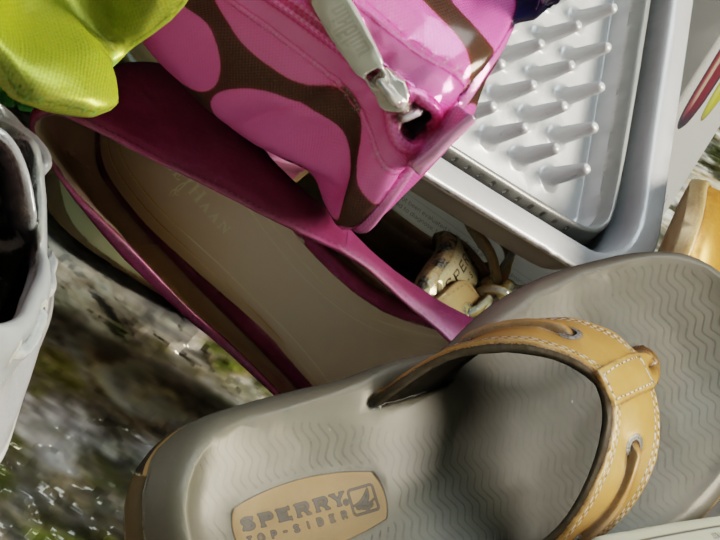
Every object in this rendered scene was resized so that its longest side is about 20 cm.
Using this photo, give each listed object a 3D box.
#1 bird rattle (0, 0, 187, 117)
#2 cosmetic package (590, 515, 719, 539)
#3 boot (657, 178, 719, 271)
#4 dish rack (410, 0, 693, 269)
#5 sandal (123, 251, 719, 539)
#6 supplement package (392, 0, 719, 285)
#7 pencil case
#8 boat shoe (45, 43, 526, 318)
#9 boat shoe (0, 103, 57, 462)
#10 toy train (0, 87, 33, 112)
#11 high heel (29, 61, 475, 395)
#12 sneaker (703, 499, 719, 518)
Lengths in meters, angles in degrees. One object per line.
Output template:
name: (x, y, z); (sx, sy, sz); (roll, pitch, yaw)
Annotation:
bird rattle: (-0.139, -0.040, 0.551); (0.112, 0.164, 0.200); (32, -28, -28)
cosmetic package: (0.130, 0.149, 0.602); (0.200, 0.071, 0.105); (43, 22, 29)
boot: (0.162, 0.037, 0.841); (0.143, 0.071, 0.201); (25, -7, 13)
dish rack: (0.035, -0.107, 0.794); (0.171, 0.043, 0.201); (30, 59, -36)
sandal: (0.033, 0.041, 0.638); (0.199, 0.055, 0.082); (-12, 75, -34)
supplement package: (0.090, -0.098, 0.944); (0.109, 0.201, 0.114); (35, 21, 13)
pencil case: (-0.053, -0.096, 0.642); (0.200, 0.091, 0.094); (35, 18, -10)
boat shoe: (0.000, 0.000, 0.782); (0.199, 0.063, 0.073); (28, 19, -9)
boat shoe: (-0.105, -0.008, 0.639); (0.072, 0.069, 0.200); (27, 19, -9)
toy train: (-0.113, -0.071, 0.768); (0.056, 0.042, 0.200); (9, 3, 1)
high heel: (-0.009, 0.022, 0.684); (0.200, 0.067, 0.096); (56, 27, 13)
sneaker: (0.154, 0.104, 0.726); (0.074, 0.089, 0.200); (8, 31, -50)
